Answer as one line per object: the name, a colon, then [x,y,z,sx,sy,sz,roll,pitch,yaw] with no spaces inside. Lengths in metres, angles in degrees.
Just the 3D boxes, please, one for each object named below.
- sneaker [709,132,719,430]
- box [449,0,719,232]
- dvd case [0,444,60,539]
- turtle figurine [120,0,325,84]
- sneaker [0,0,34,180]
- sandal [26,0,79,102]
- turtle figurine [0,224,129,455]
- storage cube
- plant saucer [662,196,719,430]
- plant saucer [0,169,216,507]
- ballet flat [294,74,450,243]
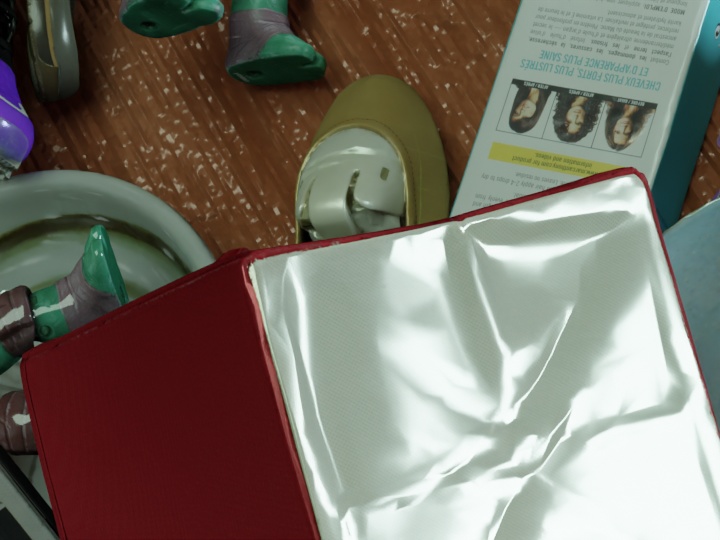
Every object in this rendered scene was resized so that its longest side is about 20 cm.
sneaker: [0.165,-0.026,0.928,0.080,0.088,0.201,27,83,25]
box: [0.093,-0.048,0.986,0.082,0.049,0.201,12,74,25]
dvd case: [-0.145,0.179,0.926,0.150,0.200,0.025,-34,17,6]
turtle figurine: [-0.051,-0.192,1.066,0.101,0.149,0.201,-28,53,60]
sneaker: [-0.189,-0.122,1.083,0.100,0.070,0.200,-49,45,1]
sandal: [-0.127,-0.176,1.109,0.054,0.082,0.201,0,73,-4]
turtle figurine: [-0.191,0.050,0.973,0.199,0.101,0.151,-14,71,2]
storage cube: [0.008,0.078,0.835,0.180,0.170,0.201,-21,82,57]
plant saucer: [0.176,0.060,0.885,0.200,0.039,0.202,2,101,9]
plant saucer: [-0.137,0.057,1.032,0.199,0.050,0.201,-8,66,18]
ballet flat: [0.000,0.000,0.994,0.068,0.063,0.201,-11,66,23]
